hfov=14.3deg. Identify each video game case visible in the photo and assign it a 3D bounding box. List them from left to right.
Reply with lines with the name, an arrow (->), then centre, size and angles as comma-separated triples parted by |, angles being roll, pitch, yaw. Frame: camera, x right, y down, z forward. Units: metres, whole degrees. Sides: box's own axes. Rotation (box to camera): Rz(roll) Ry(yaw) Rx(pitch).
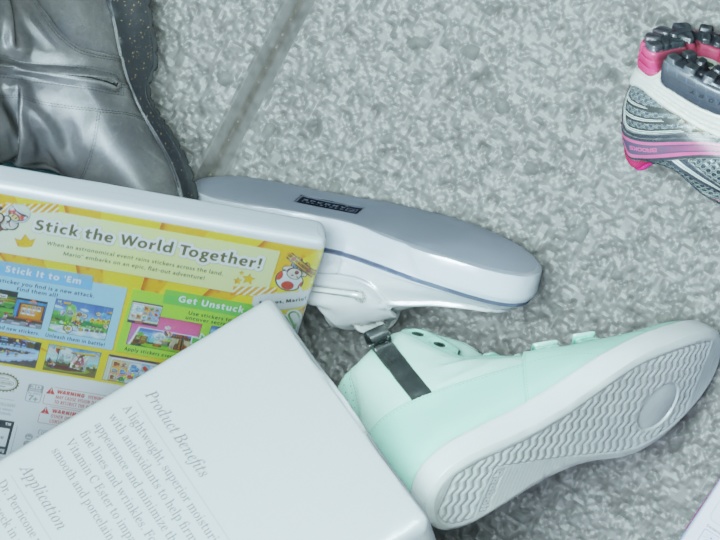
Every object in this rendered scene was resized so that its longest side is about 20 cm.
video game case -> -0.136, 0.036, 1.504 | 0.200, 0.023, 0.182 | 10, 123, -13

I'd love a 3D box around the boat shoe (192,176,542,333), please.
boat shoe -> 0.000, 0.000, 1.534 | 0.200, 0.074, 0.065 | 15, 109, 22

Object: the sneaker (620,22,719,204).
sneaker -> 0.226, -0.054, 1.456 | 0.200, 0.081, 0.075 | 29, 123, 22

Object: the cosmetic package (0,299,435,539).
cosmetic package -> -0.074, 0.158, 1.452 | 0.200, 0.165, 0.165 | -30, 55, -9

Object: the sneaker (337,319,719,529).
sneaker -> 0.084, 0.049, 1.492 | 0.118, 0.200, 0.074 | 45, 145, 39

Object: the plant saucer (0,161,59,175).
plant saucer -> -0.216, -0.024, 1.533 | 0.019, 0.200, 0.070 | 8, 107, 56

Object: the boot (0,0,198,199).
boot -> -0.166, -0.063, 1.523 | 0.070, 0.132, 0.200 | -24, 80, 60

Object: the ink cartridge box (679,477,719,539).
ink cartridge box -> 0.266, 0.093, 1.490 | 0.119, 0.042, 0.200 | 32, 109, 7
